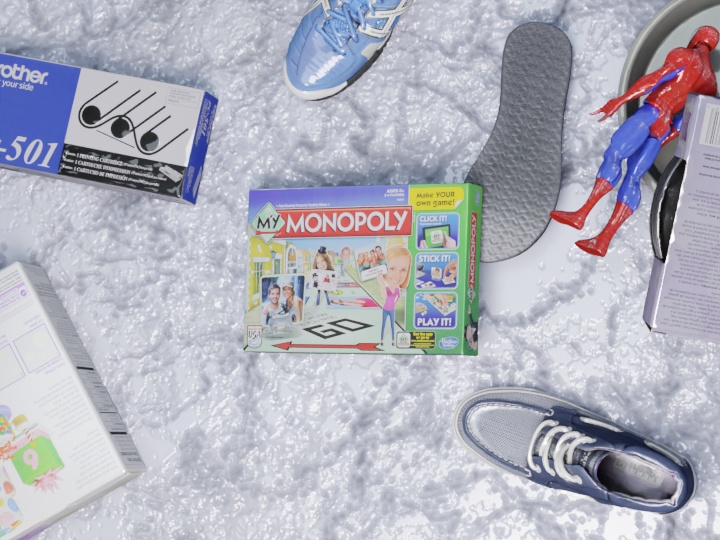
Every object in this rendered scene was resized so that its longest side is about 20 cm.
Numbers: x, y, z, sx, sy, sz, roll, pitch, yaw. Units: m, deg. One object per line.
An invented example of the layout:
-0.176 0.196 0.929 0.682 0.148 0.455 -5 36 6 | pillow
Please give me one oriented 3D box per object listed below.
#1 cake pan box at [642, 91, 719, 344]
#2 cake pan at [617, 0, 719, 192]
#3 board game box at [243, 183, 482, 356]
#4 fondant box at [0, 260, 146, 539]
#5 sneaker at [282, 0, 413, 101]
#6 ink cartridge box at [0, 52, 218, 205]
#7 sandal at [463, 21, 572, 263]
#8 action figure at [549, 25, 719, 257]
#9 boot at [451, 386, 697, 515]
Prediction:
0.320 -0.029 1.609 0.200 0.052 0.185 9 96 -3 | cake pan box
0.302 -0.130 1.668 0.200 0.037 0.201 -1 85 12 | cake pan
0.000 0.000 1.698 0.200 0.029 0.135 -1 85 28 | board game box
-0.289 0.114 1.762 0.144 0.058 0.200 -30 79 8 | fondant box
0.003 -0.224 1.720 0.076 0.077 0.200 39 95 11 | sneaker
-0.226 -0.119 1.776 0.200 0.044 0.094 12 86 13 | ink cartridge box
0.131 -0.098 1.705 0.076 0.043 0.201 16 81 5 | sandal
0.217 -0.108 1.631 0.200 0.065 0.052 -53 35 -10 | action figure
0.162 0.137 1.646 0.200 0.090 0.073 15 88 13 | boot
